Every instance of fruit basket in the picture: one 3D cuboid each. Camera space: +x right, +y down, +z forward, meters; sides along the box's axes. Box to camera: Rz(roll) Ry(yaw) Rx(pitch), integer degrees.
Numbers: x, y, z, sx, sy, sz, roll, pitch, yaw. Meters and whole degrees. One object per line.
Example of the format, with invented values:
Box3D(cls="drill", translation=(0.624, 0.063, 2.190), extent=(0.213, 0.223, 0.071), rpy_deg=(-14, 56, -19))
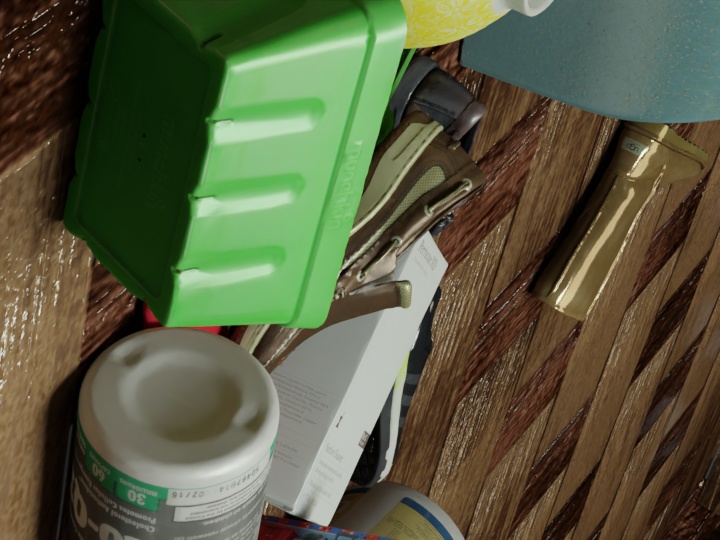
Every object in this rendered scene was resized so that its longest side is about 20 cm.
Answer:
Box3D(cls="fruit basket", translation=(-0.039, -0.090, 1.107), extent=(0.215, 0.155, 0.216), rpy_deg=(-32, 147, -25))

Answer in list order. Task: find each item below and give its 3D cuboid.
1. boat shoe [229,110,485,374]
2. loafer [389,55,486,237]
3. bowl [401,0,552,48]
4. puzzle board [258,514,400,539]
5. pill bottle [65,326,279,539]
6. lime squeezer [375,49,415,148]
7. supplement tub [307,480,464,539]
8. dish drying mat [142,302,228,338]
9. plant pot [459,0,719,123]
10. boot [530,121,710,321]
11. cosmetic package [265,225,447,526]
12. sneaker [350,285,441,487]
Box3D(cls="boat shoe", translation=(0.000, -0.001, 1.358), extent=(0.202, 0.075, 0.075), rpy_deg=(-51, 177, -3))
Box3D(cls="loafer", translation=(0.048, -0.062, 1.514), extent=(0.072, 0.063, 0.200), rpy_deg=(-51, 161, -28))
Box3D(cls="bowl", translation=(0.070, -0.204, 1.272), extent=(0.200, 0.108, 0.200), rpy_deg=(-53, 162, -26))
Box3D(cls="puzzle board", translation=(-0.084, 0.207, 1.387), extent=(0.151, 0.200, 0.017), rpy_deg=(-48, 126, -34))
Box3D(cls="pill bottle", translation=(-0.113, 0.137, 1.287), extent=(0.113, 0.113, 0.200), rpy_deg=(-46, 157, -40))
Box3D(cls="lime squeezer", translation=(-0.009, -0.096, 1.364), extent=(0.200, 0.038, 0.071), rpy_deg=(-41, 124, -46))
Box3D(cls="supplement tub", translation=(-0.014, 0.269, 1.737), extent=(0.200, 0.144, 0.145), rpy_deg=(-38, 152, -51))
Box3D(cls="dish drying mat", translation=(-0.107, 0.059, 1.343), extent=(0.077, 0.018, 0.200), rpy_deg=(-50, 161, -33))
Box3D(cls="plant pot", translation=(0.210, -0.214, 1.506), extent=(0.196, 0.200, 0.196), rpy_deg=(-49, 160, -34))
Box3D(cls="boot", translation=(0.246, -0.047, 2.131), extent=(0.175, 0.066, 0.200), rpy_deg=(19, 99, -61))
Box3D(cls="cosmetic package", translation=(-0.024, 0.057, 1.442), extent=(0.200, 0.081, 0.113), rpy_deg=(-64, 165, -5))
Box3D(cls="sneaker", translation=(0.025, 0.079, 1.639), extent=(0.083, 0.072, 0.200), rpy_deg=(-30, 148, -36))
